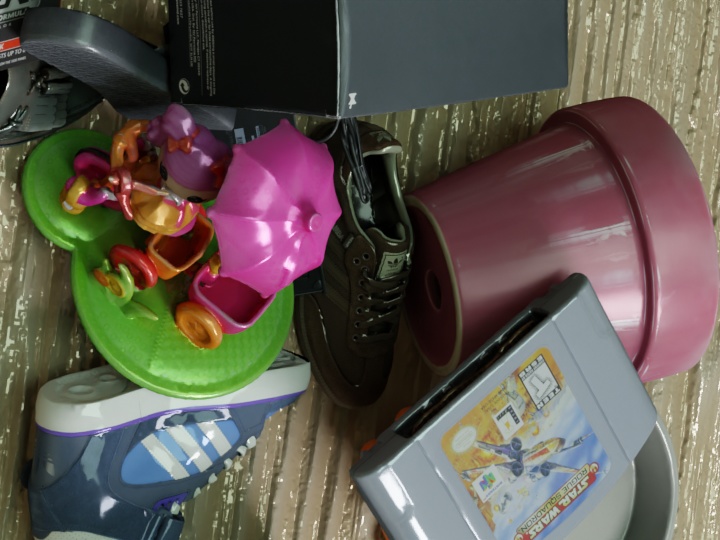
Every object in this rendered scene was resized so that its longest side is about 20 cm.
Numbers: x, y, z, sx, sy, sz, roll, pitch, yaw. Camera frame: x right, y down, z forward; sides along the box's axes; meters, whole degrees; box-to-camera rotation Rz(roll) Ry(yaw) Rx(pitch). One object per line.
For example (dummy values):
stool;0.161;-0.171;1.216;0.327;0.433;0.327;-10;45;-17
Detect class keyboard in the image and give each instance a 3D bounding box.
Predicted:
keyboard;-0.051;-0.081;1.081;0.125;0.021;0.203;-8;104;9

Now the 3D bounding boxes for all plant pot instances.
plant pot;0.125;-0.008;1.154;0.177;0.200;0.203;-12;103;-17

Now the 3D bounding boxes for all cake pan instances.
cake pan;0.127;0.162;1.114;0.198;0.037;0.203;-6;102;-29

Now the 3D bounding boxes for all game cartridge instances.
game cartridge;0.098;0.113;1.049;0.200;0.041;0.134;-40;111;-17

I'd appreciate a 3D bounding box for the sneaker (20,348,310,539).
sneaker;-0.122;0.133;1.066;0.198;0.080;0.148;-10;109;-36

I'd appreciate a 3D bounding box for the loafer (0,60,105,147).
loafer;-0.229;-0.104;0.967;0.198;0.063;0.073;-10;101;-33

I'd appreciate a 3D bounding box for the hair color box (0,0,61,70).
hair color box;-0.206;-0.201;0.876;0.101;0.061;0.202;-26;143;-43

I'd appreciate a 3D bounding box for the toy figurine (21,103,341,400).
toy figurine;-0.091;-0.040;0.960;0.200;0.184;0.150;44;57;-5

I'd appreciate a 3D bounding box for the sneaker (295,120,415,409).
sneaker;0.000;0.000;1.127;0.070;0.075;0.203;-11;102;-32

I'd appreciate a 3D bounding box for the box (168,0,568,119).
box;0.008;-0.138;0.958;0.199;0.140;0.080;-13;109;-45

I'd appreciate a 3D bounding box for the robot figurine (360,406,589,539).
robot figurine;0.093;0.168;1.185;0.199;0.116;0.145;30;80;-33

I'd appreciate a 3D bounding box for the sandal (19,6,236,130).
sandal;-0.126;-0.122;0.975;0.200;0.075;0.043;33;65;-69
